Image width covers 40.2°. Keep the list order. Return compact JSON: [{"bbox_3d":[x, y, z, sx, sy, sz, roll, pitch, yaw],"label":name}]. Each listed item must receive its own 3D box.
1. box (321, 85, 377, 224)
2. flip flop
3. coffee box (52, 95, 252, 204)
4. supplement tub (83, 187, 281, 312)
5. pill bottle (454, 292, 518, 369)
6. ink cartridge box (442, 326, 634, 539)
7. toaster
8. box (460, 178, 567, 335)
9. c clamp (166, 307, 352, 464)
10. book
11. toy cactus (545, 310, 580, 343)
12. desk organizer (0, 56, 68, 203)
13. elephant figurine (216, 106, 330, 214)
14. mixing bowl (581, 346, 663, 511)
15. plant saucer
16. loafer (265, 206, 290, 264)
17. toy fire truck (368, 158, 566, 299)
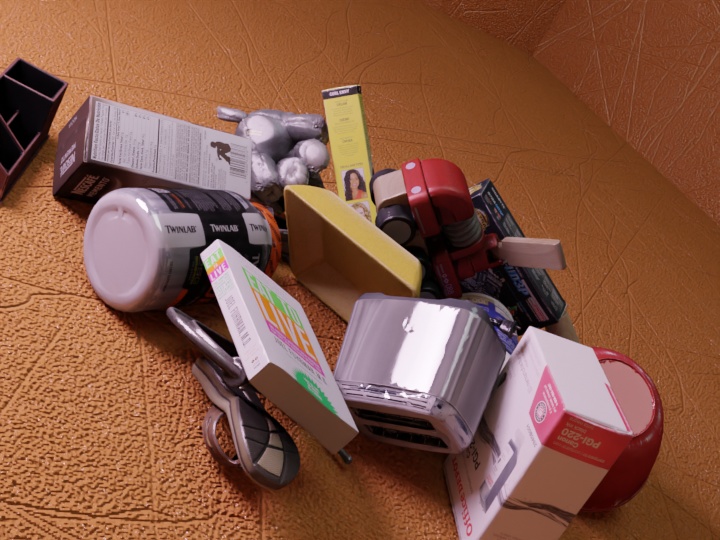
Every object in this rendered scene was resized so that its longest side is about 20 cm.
[{"bbox_3d":[-0.009,-0.137,1.281,0.049,0.204,0.075,-9,10,5],"label":"box"},{"bbox_3d":[-0.115,0.143,0.893,0.081,0.058,0.200,40,0,-35],"label":"flip flop"},{"bbox_3d":[-0.235,-0.118,1.120,0.197,0.112,0.081,11,69,-32],"label":"coffee box"},{"bbox_3d":[-0.181,-0.024,1.041,0.122,0.123,0.199,44,27,25],"label":"supplement tub"},{"bbox_3d":[0.132,0.122,1.162,0.118,0.121,0.201,29,23,-9],"label":"pill bottle"},{"bbox_3d":[0.170,0.183,0.993,0.083,0.202,0.146,19,26,-15],"label":"ink cartridge box"},{"bbox_3d":[0.062,0.106,1.016,0.197,0.131,0.114,4,-33,33],"label":"toaster"},{"bbox_3d":[0.150,0.001,1.278,0.201,0.158,0.046,55,39,-13],"label":"box"},{"bbox_3d":[-0.100,0.101,0.947,0.170,0.027,0.200,40,-1,37],"label":"c clamp"},{"bbox_3d":[-0.083,0.068,0.931,0.134,0.048,0.201,47,7,-39],"label":"book"},{"bbox_3d":[0.285,0.132,1.307,0.201,0.100,0.168,-86,160,-70],"label":"toy cactus"},{"bbox_3d":[-0.390,-0.161,1.091,0.071,0.078,0.201,26,25,-14],"label":"desk organizer"},{"bbox_3d":[-0.098,-0.124,1.331,0.200,0.139,0.158,78,-1,-72],"label":"elephant figurine"},{"bbox_3d":[0.279,0.167,1.156,0.196,0.109,0.203,7,60,-11],"label":"mixing bowl"},{"bbox_3d":[0.000,0.000,1.145,0.199,0.201,0.048,39,66,19],"label":"plant saucer"},{"bbox_3d":[-0.111,-0.057,1.265,0.197,0.063,0.072,22,25,-24],"label":"loafer"},{"bbox_3d":[0.126,-0.045,1.159,0.130,0.197,0.178,-99,168,-50],"label":"toy fire truck"}]
